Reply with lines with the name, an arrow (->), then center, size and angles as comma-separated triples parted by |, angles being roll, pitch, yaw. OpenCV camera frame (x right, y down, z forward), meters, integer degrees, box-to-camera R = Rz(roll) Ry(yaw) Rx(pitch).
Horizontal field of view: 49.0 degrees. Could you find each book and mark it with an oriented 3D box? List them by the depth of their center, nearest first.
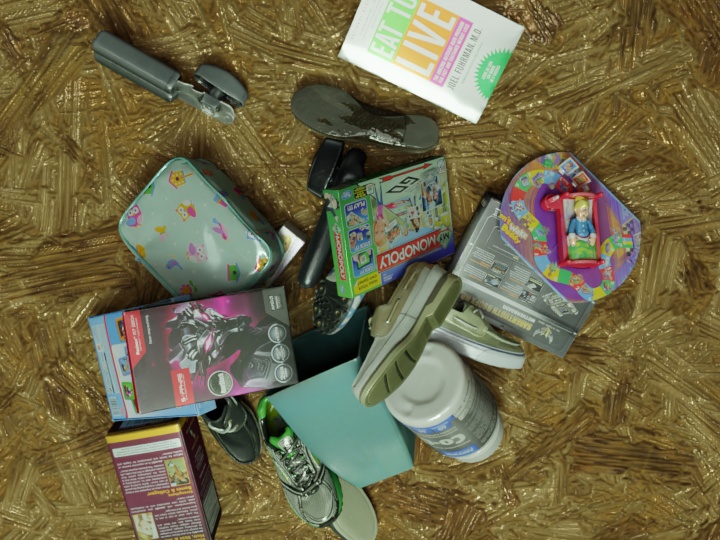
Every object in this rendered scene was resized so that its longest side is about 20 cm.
book -> 0.087, -0.290, 1.001 | 0.199, 0.048, 0.134 | 23, 109, -7

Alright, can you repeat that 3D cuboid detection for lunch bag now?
lunch bag -> -0.213, -0.041, 1.042 | 0.200, 0.077, 0.160 | 46, 107, 6

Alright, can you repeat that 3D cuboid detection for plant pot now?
plant pot -> -0.007, 0.185, 1.087 | 0.141, 0.141, 0.201 | -25, 110, 17

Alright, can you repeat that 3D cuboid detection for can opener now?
can opener -> -0.243, -0.256, 1.022 | 0.199, 0.053, 0.067 | 29, 73, -7
can opener -> -0.040, -0.071, 1.049 | 0.078, 0.063, 0.201 | 19, 98, 14

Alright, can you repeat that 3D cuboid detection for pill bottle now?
pill bottle -> 0.118, 0.183, 1.057 | 0.113, 0.114, 0.200 | -31, 141, 10

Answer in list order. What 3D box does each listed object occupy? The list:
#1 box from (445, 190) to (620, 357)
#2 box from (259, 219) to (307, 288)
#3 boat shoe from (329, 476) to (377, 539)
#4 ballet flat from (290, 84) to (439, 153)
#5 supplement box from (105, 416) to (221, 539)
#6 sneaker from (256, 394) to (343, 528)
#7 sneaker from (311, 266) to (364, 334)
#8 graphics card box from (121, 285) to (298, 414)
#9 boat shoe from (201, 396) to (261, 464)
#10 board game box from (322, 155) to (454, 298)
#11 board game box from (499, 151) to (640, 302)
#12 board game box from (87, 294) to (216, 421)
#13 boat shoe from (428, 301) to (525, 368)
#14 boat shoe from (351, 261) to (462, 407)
box -> 0.226, 0.007, 1.079 | 0.199, 0.048, 0.159 | 24, 107, -5
box -> -0.148, 0.019, 1.096 | 0.041, 0.039, 0.200 | 38, 104, -8
boat shoe -> -0.049, 0.337, 1.183 | 0.200, 0.067, 0.072 | 48, 58, -16
ballet flat -> 0.006, -0.192, 1.031 | 0.198, 0.046, 0.068 | 13, 84, 0
supplement box -> -0.284, 0.303, 1.159 | 0.109, 0.086, 0.202 | -10, 106, 4
sneaker -> -0.093, 0.259, 1.080 | 0.078, 0.085, 0.201 | -32, 69, -1
sneaker -> 0.000, 0.000, 1.063 | 0.072, 0.072, 0.201 | 34, 100, 38
graphics card box -> -0.182, 0.094, 0.969 | 0.198, 0.051, 0.127 | -8, 91, -14
boat shoe -> -0.202, 0.205, 1.126 | 0.071, 0.068, 0.201 | -17, 115, 10
board game box -> 0.042, -0.060, 1.005 | 0.029, 0.199, 0.136 | 8, 113, 45
board game box -> 0.278, -0.059, 1.019 | 0.200, 0.039, 0.158 | 44, 76, -1
board game box -> -0.284, 0.121, 1.061 | 0.199, 0.036, 0.152 | -11, 92, 41
boat shoe -> 0.133, 0.074, 1.045 | 0.199, 0.072, 0.062 | 21, 97, -10
boat shoe -> 0.046, 0.076, 0.981 | 0.068, 0.075, 0.200 | 29, 69, 26
